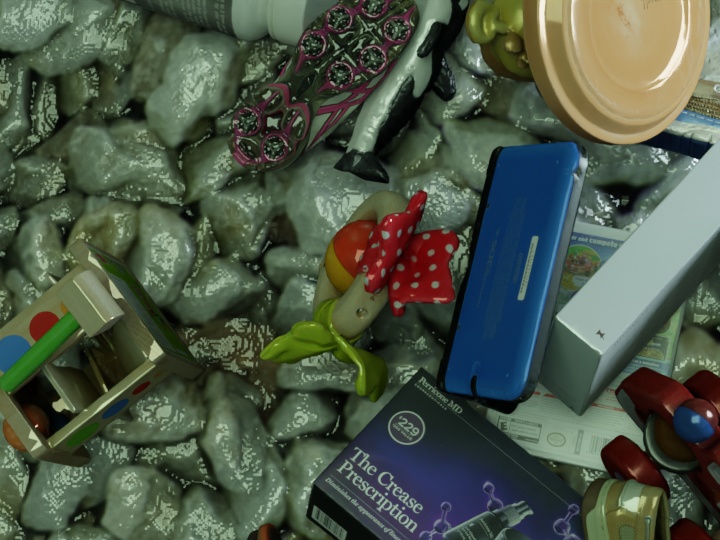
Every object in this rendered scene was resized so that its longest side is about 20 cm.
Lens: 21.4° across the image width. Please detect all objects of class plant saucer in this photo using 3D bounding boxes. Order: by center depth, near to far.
[{"bbox_3d":[0.207,-0.197,1.482,0.032,0.200,0.200,6,80,49],"label":"plant saucer"}]

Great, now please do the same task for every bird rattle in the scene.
[{"bbox_3d":[0.000,0.000,1.543,0.113,0.163,0.200,17,126,-14],"label":"bird rattle"}]

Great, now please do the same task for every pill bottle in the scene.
[{"bbox_3d":[-0.122,-0.265,1.649,0.200,0.114,0.114,19,85,13],"label":"pill bottle"}]

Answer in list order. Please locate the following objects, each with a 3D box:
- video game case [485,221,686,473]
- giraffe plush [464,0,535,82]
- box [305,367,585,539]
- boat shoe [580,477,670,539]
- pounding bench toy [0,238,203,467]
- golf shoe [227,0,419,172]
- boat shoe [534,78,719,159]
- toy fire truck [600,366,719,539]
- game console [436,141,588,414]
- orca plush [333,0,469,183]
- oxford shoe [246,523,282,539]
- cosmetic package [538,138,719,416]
[{"bbox_3d":[0.190,0.062,1.587,0.143,0.018,0.200,11,83,13],"label":"video game case"},{"bbox_3d":[0.152,-0.219,1.533,0.172,0.200,0.162,10,68,10],"label":"giraffe plush"},{"bbox_3d":[0.078,0.198,1.532,0.200,0.079,0.141,38,63,14],"label":"box"},{"bbox_3d":[0.228,0.254,1.478,0.076,0.072,0.200,-3,118,31],"label":"boat shoe"},{"bbox_3d":[-0.249,0.072,1.574,0.156,0.200,0.124,-38,77,2],"label":"pounding bench toy"},{"bbox_3d":[-0.028,-0.164,1.617,0.200,0.092,0.073,-41,83,12],"label":"golf shoe"},{"bbox_3d":[0.246,-0.144,1.589,0.200,0.072,0.072,19,77,7],"label":"boat shoe"},{"bbox_3d":[0.276,0.154,1.467,0.112,0.168,0.200,-36,79,-9],"label":"toy fire truck"},{"bbox_3d":[0.143,0.012,1.490,0.118,0.171,0.200,17,83,-28],"label":"game console"},{"bbox_3d":[0.055,-0.159,1.621,0.071,0.105,0.200,27,68,-22],"label":"orca plush"},{"bbox_3d":[-0.092,0.310,1.574,0.072,0.071,0.200,-3,81,15],"label":"oxford shoe"},{"bbox_3d":[0.224,0.007,1.483,0.052,0.151,0.200,41,73,12],"label":"cosmetic package"}]
